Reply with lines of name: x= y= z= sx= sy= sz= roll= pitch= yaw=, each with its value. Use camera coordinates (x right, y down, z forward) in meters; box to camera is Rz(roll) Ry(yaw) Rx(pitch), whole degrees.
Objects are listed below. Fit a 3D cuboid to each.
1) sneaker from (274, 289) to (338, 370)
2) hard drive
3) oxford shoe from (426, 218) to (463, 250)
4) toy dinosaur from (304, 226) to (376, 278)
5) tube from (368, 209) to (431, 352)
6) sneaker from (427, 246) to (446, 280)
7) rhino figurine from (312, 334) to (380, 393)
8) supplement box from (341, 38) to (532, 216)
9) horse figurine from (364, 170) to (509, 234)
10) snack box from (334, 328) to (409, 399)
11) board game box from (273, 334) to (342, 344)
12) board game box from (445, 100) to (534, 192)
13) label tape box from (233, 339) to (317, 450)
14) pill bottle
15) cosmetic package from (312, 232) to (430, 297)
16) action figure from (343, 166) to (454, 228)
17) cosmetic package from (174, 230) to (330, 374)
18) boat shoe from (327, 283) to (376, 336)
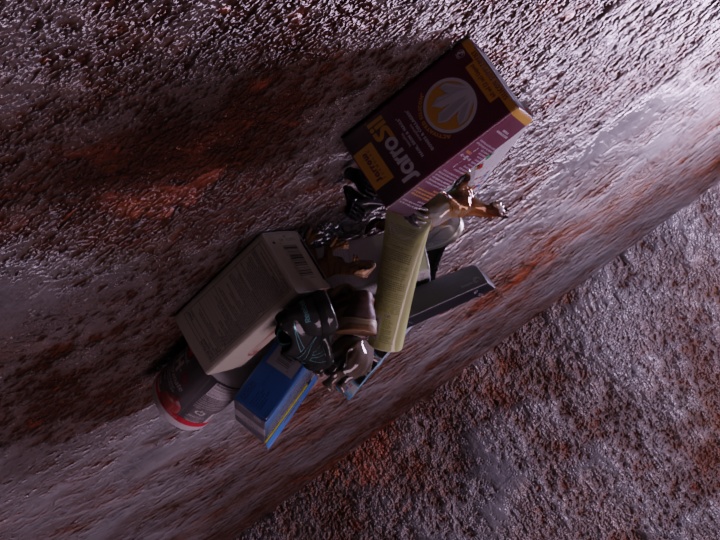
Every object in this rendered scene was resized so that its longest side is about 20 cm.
sneaker: x=-0.080 y=0.087 z=1.623 sx=0.079 sy=0.076 sz=0.200 roll=-19 pitch=155 yaw=-12
hard drive: x=0.102 y=0.049 z=1.803 sx=0.199 sy=0.043 sz=0.135 roll=-25 pitch=171 yaw=9
oxford shoe: x=0.069 y=-0.051 z=1.874 sx=0.199 sy=0.076 sz=0.058 roll=-24 pitch=137 yaw=35
toy dinosaur: x=-0.067 y=0.000 z=1.663 sx=0.199 sy=0.107 sz=0.060 roll=-23 pitch=133 yaw=39
tube: x=0.053 y=0.014 z=1.679 sx=0.058 sy=0.201 sz=0.052 roll=7 pitch=-164 yaw=-7
sneaker: x=0.078 y=0.010 z=1.945 sx=0.201 sy=0.076 sz=0.088 roll=-61 pitch=-166 yaw=-24
rhino figurine: x=-0.014 y=0.137 z=1.804 sx=0.087 sy=0.060 sz=0.200 roll=-47 pitch=169 yaw=3
supplement box: x=0.093 y=-0.171 z=1.447 sx=0.200 sy=0.111 sz=0.086 roll=-37 pitch=165 yaw=14
horse figurine: x=0.105 y=-0.093 z=1.741 sx=0.199 sy=0.050 sz=0.133 roll=-18 pitch=153 yaw=14
snack box: x=0.039 y=0.121 z=1.978 sx=0.200 sy=0.037 sz=0.116 roll=-49 pitch=176 yaw=-17
board game box: x=-0.110 y=0.140 z=1.974 sx=0.199 sy=0.041 sz=0.200 roll=-5 pitch=168 yaw=-5
board game box: x=0.161 y=-0.166 z=1.764 sx=0.126 sy=0.035 sz=0.200 roll=-22 pitch=162 yaw=-32
label tape box: x=-0.126 y=0.178 z=1.800 sx=0.144 sy=0.063 sz=0.200 roll=-54 pitch=172 yaw=-19
pill bottle: x=-0.221 y=0.148 z=1.809 sx=0.200 sy=0.111 sz=0.111 roll=-43 pitch=163 yaw=33
cosmetic package: x=0.000 y=0.000 z=1.761 sx=0.199 sy=0.072 sz=0.101 roll=-13 pitch=165 yaw=1
action figure: x=0.071 y=-0.118 z=1.598 sx=0.199 sy=0.102 sz=0.119 roll=-22 pitch=150 yaw=-34
cosmetic package: x=-0.150 y=0.044 z=1.643 sx=0.200 sy=0.104 sz=0.087 roll=-40 pitch=164 yaw=28
boat shoe: x=-0.018 y=0.055 z=1.683 sx=0.072 sy=0.072 sz=0.200 roll=5 pitch=176 yaw=-11
